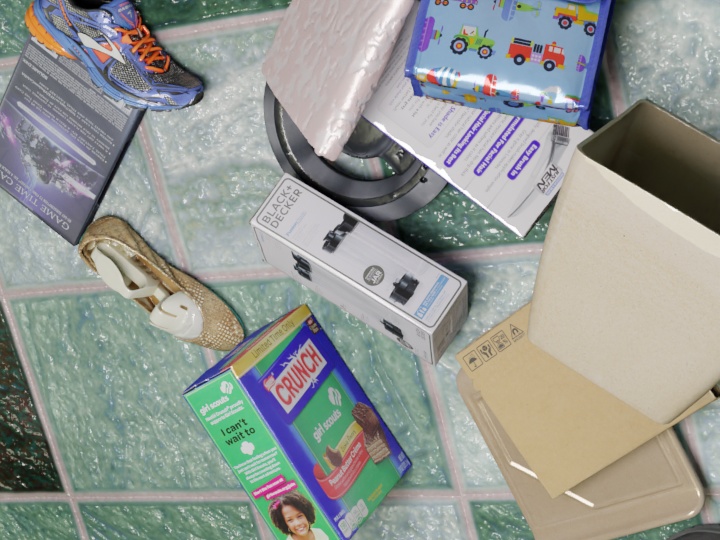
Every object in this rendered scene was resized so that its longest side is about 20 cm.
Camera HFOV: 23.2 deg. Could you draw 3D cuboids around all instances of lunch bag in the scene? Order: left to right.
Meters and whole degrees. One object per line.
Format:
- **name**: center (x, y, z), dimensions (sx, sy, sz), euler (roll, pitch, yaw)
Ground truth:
- **lunch bag**: center (0.133, -0.231, 1.428), dimensions (0.150, 0.094, 0.200), euler (12, 85, 8)

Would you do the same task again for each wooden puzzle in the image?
- **wooden puzzle**: center (0.204, 0.153, 1.627), dimensions (0.185, 0.037, 0.200), euler (-22, 95, 34)

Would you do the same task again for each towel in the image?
- **towel**: center (-0.012, -0.216, 1.478), dimensions (0.032, 0.191, 0.200), euler (16, 110, -26)

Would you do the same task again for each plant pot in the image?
- **plant pot**: center (0.248, 0.003, 1.416), dimensions (0.200, 0.200, 0.177), euler (32, 117, 13)

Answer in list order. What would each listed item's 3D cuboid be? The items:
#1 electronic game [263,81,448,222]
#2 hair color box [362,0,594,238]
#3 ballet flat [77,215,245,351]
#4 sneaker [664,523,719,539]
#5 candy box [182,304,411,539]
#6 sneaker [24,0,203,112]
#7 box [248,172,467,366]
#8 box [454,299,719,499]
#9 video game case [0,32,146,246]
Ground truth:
- **electronic game**: center (0.003, -0.141, 1.594), dimensions (0.200, 0.042, 0.200), euler (7, 109, 23)
- **hair color box**: center (0.094, -0.129, 1.504), dimensions (0.200, 0.065, 0.109), euler (38, 94, 6)
- **ballet flat**: center (-0.208, 0.024, 1.774), dimensions (0.200, 0.065, 0.071), euler (36, 124, 9)
- **sneaker**: center (0.344, 0.276, 1.576), dimensions (0.200, 0.082, 0.073), euler (-8, 110, 33)
- **candy box**: center (-0.058, 0.154, 1.688), dimensions (0.077, 0.169, 0.200), euler (-31, 95, 31)
- **sneaker**: center (-0.232, -0.219, 1.672), dimensions (0.200, 0.075, 0.078), euler (34, 121, 10)
- **box**: center (0.000, 0.000, 1.615), dimensions (0.200, 0.060, 0.117), euler (31, 166, 14)
- **box**: center (0.200, 0.093, 1.571), dimensions (0.200, 0.021, 0.164), euler (-38, 83, 33)
- **video game case**: center (-0.306, -0.140, 1.782), dimensions (0.143, 0.019, 0.200), euler (38, 126, 9)
